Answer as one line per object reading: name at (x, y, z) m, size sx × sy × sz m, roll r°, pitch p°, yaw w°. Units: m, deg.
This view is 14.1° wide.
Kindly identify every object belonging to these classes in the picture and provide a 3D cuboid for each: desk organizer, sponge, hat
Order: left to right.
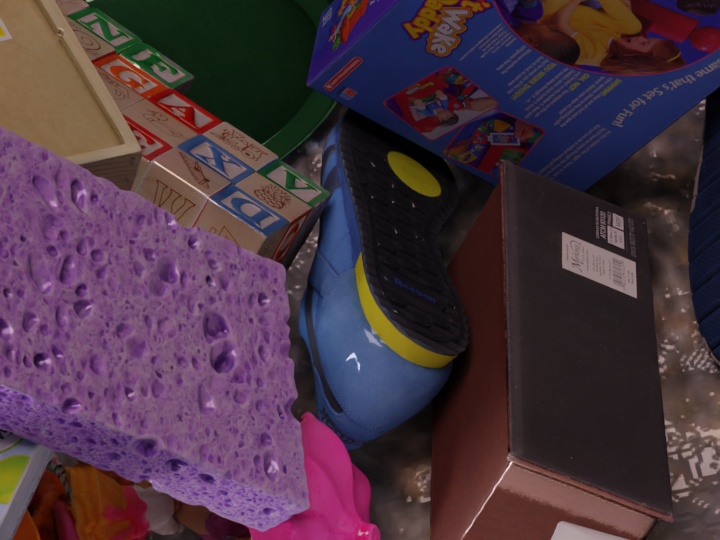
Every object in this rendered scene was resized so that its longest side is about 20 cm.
sponge at (-0.101, 0.016, 1.071) m, size 0.030 × 0.200 × 0.112 m, roll -29°, pitch 51°, yaw 33°
hat at (-0.113, -0.140, 1.325) m, size 0.200 × 0.176 × 0.166 m, roll -32°, pitch 51°, yaw -14°
desk organizer at (0.074, 0.050, 1.200) m, size 0.072 × 0.077 × 0.200 m, roll 21°, pitch 34°, yaw -13°

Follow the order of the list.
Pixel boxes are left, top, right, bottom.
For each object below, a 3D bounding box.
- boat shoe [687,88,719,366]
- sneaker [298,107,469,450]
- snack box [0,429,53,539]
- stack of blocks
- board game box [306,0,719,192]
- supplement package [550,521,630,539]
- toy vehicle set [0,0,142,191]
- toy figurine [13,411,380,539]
boat shoe at (0.188, -0.052, 1.248) m, size 0.072 × 0.072 × 0.200 m, roll 9°, pitch 77°, yaw -14°
sneaker at (0.000, 0.000, 1.263) m, size 0.066 × 0.078 × 0.200 m, roll 27°, pitch 30°, yaw -19°
snack box at (-0.185, 0.051, 1.066) m, size 0.142 × 0.053 × 0.200 m, roll 20°, pitch 41°, yaw -1°
stack of blocks at (-0.115, -0.058, 1.234) m, size 0.200 × 0.059 × 0.115 m, roll 33°, pitch 22°, yaw 8°
board game box at (0.087, -0.112, 1.225) m, size 0.134 × 0.200 × 0.045 m, roll 28°, pitch 50°, yaw -21°
supplement package at (0.090, 0.212, 1.048) m, size 0.114 × 0.110 × 0.200 m, roll 15°, pitch 56°, yaw 22°
toy vehicle set at (-0.185, -0.098, 1.152) m, size 0.124 × 0.027 × 0.200 m, roll -13°, pitch 56°, yaw -30°
toy figurine at (-0.087, 0.109, 1.181) m, size 0.184 × 0.150 × 0.200 m, roll -11°, pitch 25°, yaw -14°
